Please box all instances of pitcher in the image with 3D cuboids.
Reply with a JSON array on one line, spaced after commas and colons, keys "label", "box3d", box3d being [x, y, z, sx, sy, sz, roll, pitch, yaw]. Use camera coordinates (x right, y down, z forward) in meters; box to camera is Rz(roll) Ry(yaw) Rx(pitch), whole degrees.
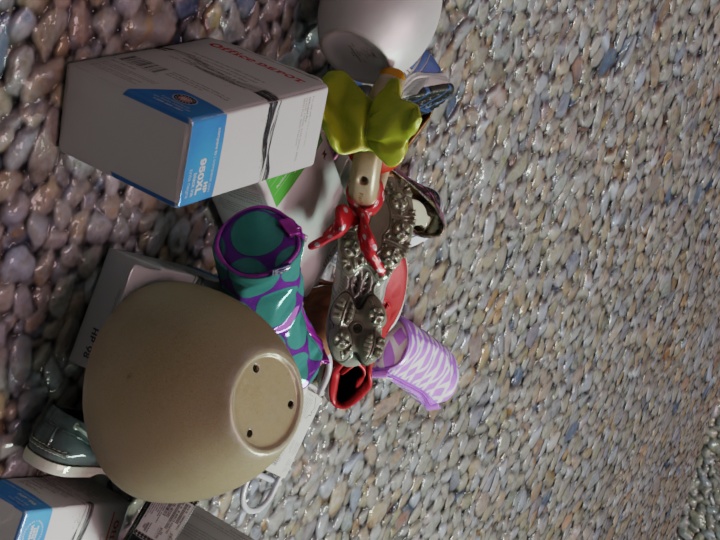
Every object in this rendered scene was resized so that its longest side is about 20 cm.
[{"label": "pitcher", "box3d": [0.021, -0.308, 1.638, 0.172, 0.120, 0.201, 49, 55, -38]}]

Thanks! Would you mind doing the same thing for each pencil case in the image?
[{"label": "pencil case", "box3d": [-0.085, 0.033, 1.570, 0.091, 0.086, 0.201, -16, 141, -8]}, {"label": "pencil case", "box3d": [0.061, 0.114, 2.031, 0.200, 0.083, 0.087, 32, 49, -61]}]

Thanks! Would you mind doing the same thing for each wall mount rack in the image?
[{"label": "wall mount rack", "box3d": [-0.093, 0.177, 1.832, 0.202, 0.074, 0.174, -63, 148, -6]}]

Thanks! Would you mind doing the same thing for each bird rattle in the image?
[{"label": "bird rattle", "box3d": [0.017, -0.108, 1.575, 0.164, 0.111, 0.202, -66, 159, -51]}]

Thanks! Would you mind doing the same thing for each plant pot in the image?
[{"label": "plant pot", "box3d": [-0.128, 0.111, 1.436, 0.199, 0.133, 0.203, -1, 91, -48]}]

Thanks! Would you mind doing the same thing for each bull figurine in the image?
[{"label": "bull figurine", "box3d": [-0.079, 0.080, 1.723, 0.200, 0.120, 0.066, -45, 145, -35]}]

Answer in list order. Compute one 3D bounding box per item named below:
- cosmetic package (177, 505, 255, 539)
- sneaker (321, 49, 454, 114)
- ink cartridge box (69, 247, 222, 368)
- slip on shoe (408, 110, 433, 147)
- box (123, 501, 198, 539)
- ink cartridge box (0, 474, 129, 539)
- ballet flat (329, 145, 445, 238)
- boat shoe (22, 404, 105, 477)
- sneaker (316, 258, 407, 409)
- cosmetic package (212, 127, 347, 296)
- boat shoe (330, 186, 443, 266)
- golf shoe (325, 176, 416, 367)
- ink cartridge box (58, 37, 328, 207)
[{"label": "cosmetic package", "box3d": [-0.208, 0.346, 1.712, 0.199, 0.107, 0.086, -35, 141, -43]}, {"label": "sneaker", "box3d": [0.008, -0.201, 1.736, 0.198, 0.078, 0.076, -12, 161, -41]}, {"label": "ink cartridge box", "box3d": [-0.202, 0.048, 1.542, 0.199, 0.066, 0.117, 17, 95, -62]}, {"label": "slip on shoe", "box3d": [0.008, -0.123, 1.789, 0.200, 0.060, 0.076, -51, 148, -28]}, {"label": "box", "box3d": [-0.181, 0.219, 1.610, 0.201, 0.047, 0.194, -60, -179, -33]}, {"label": "ink cartridge box", "box3d": [-0.294, 0.262, 1.539, 0.199, 0.067, 0.117, 7, 105, -62]}, {"label": "ballet flat", "box3d": [0.018, -0.089, 1.731, 0.199, 0.071, 0.070, 28, 94, -32]}, {"label": "boat shoe", "box3d": [-0.241, 0.158, 1.550, 0.199, 0.072, 0.062, 7, 105, -60]}, {"label": "sneaker", "box3d": [0.013, 0.071, 1.874, 0.116, 0.077, 0.202, -127, -126, -76]}, {"label": "cosmetic package", "box3d": [-0.084, -0.081, 1.621, 0.108, 0.084, 0.201, -57, 150, -24]}, {"label": "boat shoe", "box3d": [0.033, -0.067, 1.862, 0.199, 0.072, 0.068, -25, 145, -43]}, {"label": "golf shoe", "box3d": [0.000, 0.000, 1.676, 0.097, 0.077, 0.202, 156, -50, -77]}, {"label": "ink cartridge box", "box3d": [-0.144, -0.136, 1.424, 0.199, 0.144, 0.085, -22, 131, -52]}]
